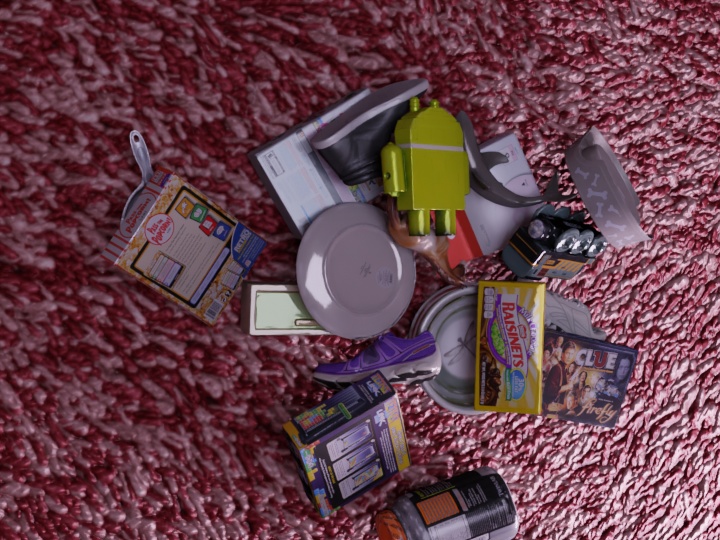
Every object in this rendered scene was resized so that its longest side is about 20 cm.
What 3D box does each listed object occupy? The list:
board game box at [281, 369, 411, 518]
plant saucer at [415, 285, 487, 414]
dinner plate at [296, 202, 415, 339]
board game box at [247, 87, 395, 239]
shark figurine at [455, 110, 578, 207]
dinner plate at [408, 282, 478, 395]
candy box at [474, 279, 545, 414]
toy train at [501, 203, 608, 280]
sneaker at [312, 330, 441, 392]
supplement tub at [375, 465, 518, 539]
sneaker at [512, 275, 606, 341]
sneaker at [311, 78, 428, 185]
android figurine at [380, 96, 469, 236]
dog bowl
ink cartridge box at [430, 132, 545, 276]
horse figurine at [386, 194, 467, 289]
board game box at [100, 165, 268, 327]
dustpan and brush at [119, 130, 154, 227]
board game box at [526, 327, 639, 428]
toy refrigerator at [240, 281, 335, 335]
[{"bbox_3d":[-0.016,0.258,1.679,0.165,0.057,0.200,-29,141,-15],"label":"board game box"},{"bbox_3d":[0.170,0.122,1.765,0.200,0.050,0.200,-1,94,-18],"label":"plant saucer"},{"bbox_3d":[0.000,0.000,1.657,0.200,0.024,0.200,1,88,-31],"label":"dinner plate"},{"bbox_3d":[-0.044,-0.159,1.690,0.200,0.064,0.148,-32,104,-12],"label":"board game box"},{"bbox_3d":[0.209,-0.131,1.720,0.214,0.090,0.128,31,99,-7],"label":"shark figurine"},{"bbox_3d":[0.165,0.118,1.802,0.200,0.024,0.200,-2,95,-19],"label":"dinner plate"},{"bbox_3d":[0.226,0.115,1.722,0.102,0.026,0.200,2,94,8],"label":"candy box"},{"bbox_3d":[0.305,-0.037,1.770,0.200,0.085,0.114,5,128,-52],"label":"toy train"},{"bbox_3d":[0.025,0.137,1.710,0.200,0.081,0.084,-12,64,15],"label":"sneaker"},{"bbox_3d":[0.132,0.389,1.759,0.200,0.123,0.123,-16,99,-16],"label":"supplement tub"},{"bbox_3d":[0.316,0.067,1.817,0.081,0.075,0.200,-42,113,4],"label":"sneaker"},{"bbox_3d":[0.029,-0.197,1.648,0.200,0.071,0.099,-36,116,-17],"label":"sneaker"},{"bbox_3d":[0.098,-0.148,1.629,0.182,0.041,0.200,-5,92,-47],"label":"android figurine"},{"bbox_3d":[0.385,-0.125,1.776,0.059,0.200,0.200,-29,105,20],"label":"dog bowl"},{"bbox_3d":[0.184,-0.102,1.779,0.200,0.057,0.163,-29,103,-19],"label":"ink cartridge box"},{"bbox_3d":[0.091,-0.067,1.681,0.200,0.050,0.133,34,56,-41],"label":"horse figurine"},{"bbox_3d":[-0.244,-0.031,1.601,0.200,0.046,0.152,39,80,-42],"label":"board game box"},{"bbox_3d":[-0.292,-0.102,1.612,0.139,0.057,0.200,-21,100,-16],"label":"dustpan and brush"},{"bbox_3d":[0.337,0.170,1.793,0.200,0.035,0.136,12,98,-29],"label":"board game box"},{"bbox_3d":[-0.073,0.056,1.693,0.200,0.070,0.076,2,93,-19],"label":"toy refrigerator"}]
